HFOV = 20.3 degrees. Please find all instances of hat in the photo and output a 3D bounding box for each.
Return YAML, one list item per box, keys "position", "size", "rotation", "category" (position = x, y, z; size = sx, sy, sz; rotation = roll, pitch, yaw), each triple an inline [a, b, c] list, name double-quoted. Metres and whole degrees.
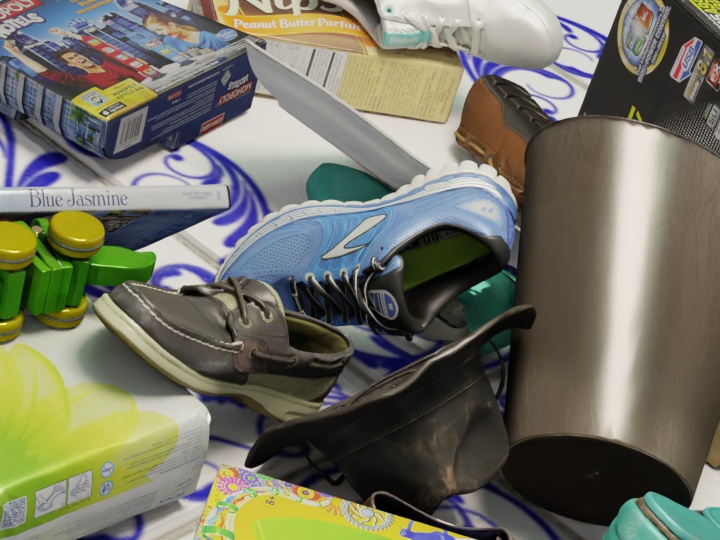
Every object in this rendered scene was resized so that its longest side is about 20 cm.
- position: [0.030, 0.094, 1.104]
  size: [0.200, 0.200, 0.081]
  rotation: [-21, 83, -46]
  category: "hat"

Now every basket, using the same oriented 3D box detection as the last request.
- position: [0.156, 0.038, 1.190]
  size: [0.180, 0.136, 0.200]
  rotation: [33, 56, -25]
  category: "basket"

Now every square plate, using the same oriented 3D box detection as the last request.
- position: [0.028, -0.069, 1.365]
  size: [0.198, 0.028, 0.200]
  rotation: [38, 3, 37]
  category: "square plate"

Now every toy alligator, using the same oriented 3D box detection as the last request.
- position: [-0.202, 0.001, 1.065]
  size: [0.200, 0.059, 0.054]
  rotation: [-11, 42, -37]
  category: "toy alligator"

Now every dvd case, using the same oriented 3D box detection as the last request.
- position: [-0.196, -0.029, 1.196]
  size: [0.199, 0.018, 0.143]
  rotation: [-3, -8, -30]
  category: "dvd case"

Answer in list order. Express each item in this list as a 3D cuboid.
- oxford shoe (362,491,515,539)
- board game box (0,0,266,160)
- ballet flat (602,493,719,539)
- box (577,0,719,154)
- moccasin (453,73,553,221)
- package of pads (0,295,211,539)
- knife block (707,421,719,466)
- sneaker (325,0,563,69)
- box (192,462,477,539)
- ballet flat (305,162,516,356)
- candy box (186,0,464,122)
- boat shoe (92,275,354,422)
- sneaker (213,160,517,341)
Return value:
- position: [0.078, 0.181, 1.039]
  size: [0.200, 0.073, 0.071]
  rotation: [24, 32, 9]
  category: "oxford shoe"
- position: [-0.205, -0.155, 1.439]
  size: [0.200, 0.062, 0.200]
  rotation: [29, 33, 19]
  category: "board game box"
- position: [0.184, 0.166, 1.096]
  size: [0.200, 0.070, 0.067]
  rotation: [20, 24, -52]
  category: "ballet flat"
- position: [0.217, -0.094, 1.423]
  size: [0.044, 0.200, 0.160]
  rotation: [0, 36, -30]
  category: "box"
- position: [0.120, -0.070, 1.468]
  size: [0.074, 0.078, 0.201]
  rotation: [15, 24, -35]
  category: "moccasin"
- position: [-0.195, 0.066, 1.089]
  size: [0.154, 0.068, 0.200]
  rotation: [-18, 46, -42]
  category: "package of pads"
- position: [0.227, 0.079, 1.286]
  size: [0.199, 0.064, 0.176]
  rotation: [13, 31, -8]
  category: "knife block"
- position: [0.053, -0.191, 1.532]
  size: [0.200, 0.075, 0.089]
  rotation: [25, 46, 16]
  category: "sneaker"
- position: [-0.006, 0.215, 0.899]
  size: [0.192, 0.122, 0.200]
  rotation: [16, 31, -1]
  category: "box"
- position: [0.021, -0.006, 1.320]
  size: [0.200, 0.067, 0.070]
  rotation: [34, 49, 28]
  category: "ballet flat"
- position: [-0.029, -0.180, 1.573]
  size: [0.199, 0.055, 0.116]
  rotation: [7, 34, -17]
  category: "candy box"
- position: [-0.071, 0.033, 1.126]
  size: [0.072, 0.066, 0.201]
  rotation: [44, 8, 34]
  category: "boat shoe"
- position: [0.000, 0.000, 1.212]
  size: [0.200, 0.079, 0.089]
  rotation: [-21, 30, 10]
  category: "sneaker"
